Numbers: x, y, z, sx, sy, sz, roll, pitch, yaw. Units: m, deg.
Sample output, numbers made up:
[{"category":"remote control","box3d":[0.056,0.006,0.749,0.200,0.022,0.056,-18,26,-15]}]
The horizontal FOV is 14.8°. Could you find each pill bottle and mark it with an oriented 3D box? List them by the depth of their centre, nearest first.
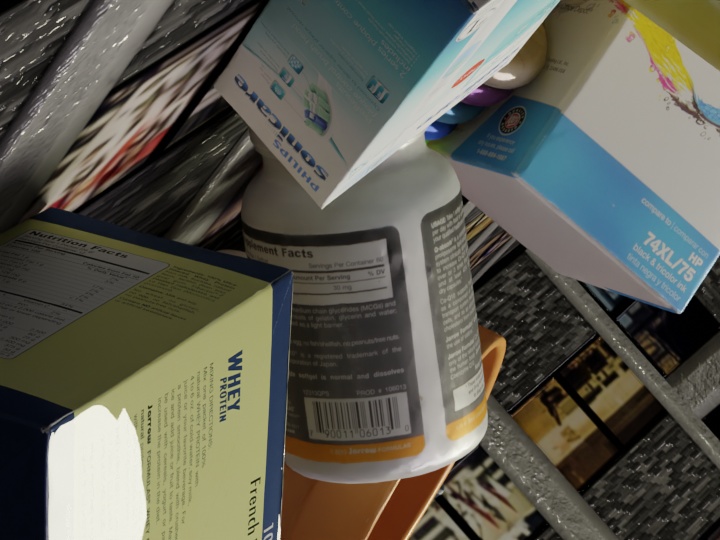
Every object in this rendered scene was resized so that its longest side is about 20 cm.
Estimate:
[{"category":"pill bottle","box3d":[0.000,0.000,1.442,0.116,0.201,0.116,-7,-164,2]}]

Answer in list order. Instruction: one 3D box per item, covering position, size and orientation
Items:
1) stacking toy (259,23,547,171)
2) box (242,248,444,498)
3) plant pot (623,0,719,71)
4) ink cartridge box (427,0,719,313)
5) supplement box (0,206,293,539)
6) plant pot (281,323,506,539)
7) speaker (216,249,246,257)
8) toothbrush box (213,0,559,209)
[{"category":"stacking toy","box3d":[0.015,-0.090,1.576,0.200,0.085,0.085,-41,176,38]},{"category":"box","box3d":[-0.018,0.067,1.824,0.148,0.107,0.201,138,-41,-56]},{"category":"plant pot","box3d":[0.187,-0.194,1.373,0.201,0.189,0.201,-42,174,-5]},{"category":"ink cartridge box","box3d":[0.156,-0.107,1.606,0.200,0.146,0.147,-55,-153,-7]},{"category":"supplement box","box3d":[-0.138,0.105,1.222,0.200,0.134,0.201,-35,134,-55]},{"category":"plant pot","box3d":[-0.024,0.092,1.619,0.201,0.140,0.200,-57,170,-16]},{"category":"speaker","box3d":[-0.108,0.039,1.680,0.081,0.081,0.200,-43,175,17]},{"category":"toothbrush box","box3d":[0.035,-0.136,1.290,0.146,0.085,0.200,-39,175,-33]}]
